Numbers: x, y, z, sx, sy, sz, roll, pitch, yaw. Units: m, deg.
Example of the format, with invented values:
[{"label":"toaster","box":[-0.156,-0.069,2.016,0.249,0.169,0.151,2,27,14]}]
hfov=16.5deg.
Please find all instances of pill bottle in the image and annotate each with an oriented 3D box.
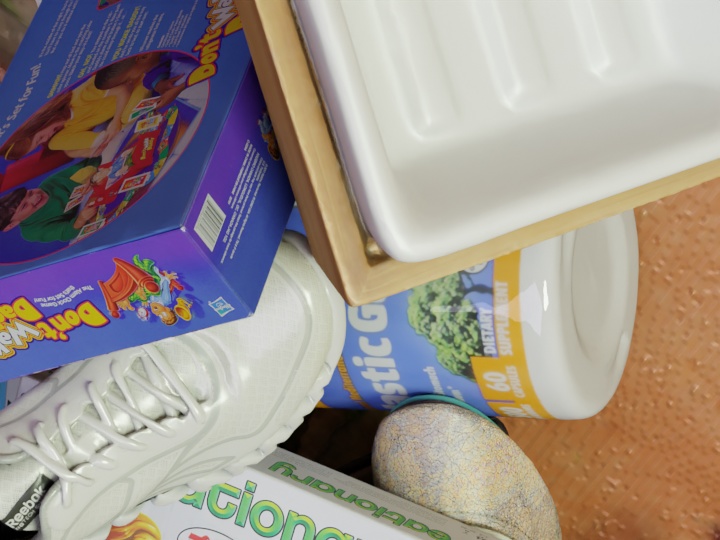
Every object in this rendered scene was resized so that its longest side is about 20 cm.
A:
[{"label":"pill bottle","box":[0.000,0.000,0.983,0.200,0.112,0.112,1,116,24]}]

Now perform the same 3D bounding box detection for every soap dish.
[{"label":"soap dish","box":[0.050,-0.091,0.859,0.081,0.200,0.158,-9,100,64]}]

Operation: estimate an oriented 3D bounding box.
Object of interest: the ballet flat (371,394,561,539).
[{"label":"ballet flat","box":[0.051,0.132,0.977,0.068,0.067,0.200,-9,136,16]}]

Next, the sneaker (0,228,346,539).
[{"label":"sneaker","box":[-0.089,0.059,0.887,0.200,0.081,0.075,-38,84,19]}]

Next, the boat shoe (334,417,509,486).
[{"label":"boat shoe","box":[-0.025,0.112,1.028,0.200,0.074,0.060,-14,107,-12]}]

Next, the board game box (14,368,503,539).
[{"label":"board game box","box":[-0.051,0.127,0.947,0.200,0.035,0.126,21,108,15]}]

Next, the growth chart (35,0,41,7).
[{"label":"growth chart","box":[-0.051,-0.108,1.008,0.200,0.018,0.145,-13,110,30]}]

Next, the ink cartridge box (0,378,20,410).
[{"label":"ink cartridge box","box":[-0.132,0.113,1.042,0.076,0.200,0.148,29,126,31]}]

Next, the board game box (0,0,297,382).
[{"label":"board game box","box":[-0.078,-0.055,0.915,0.134,0.200,0.045,-14,129,31]}]
